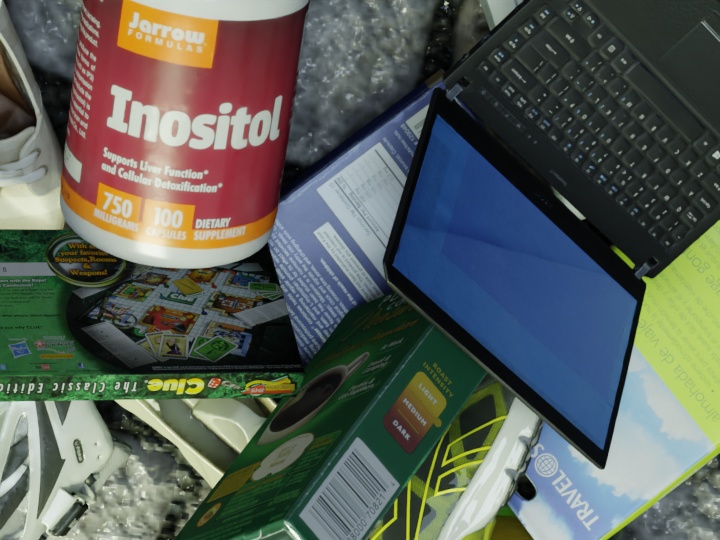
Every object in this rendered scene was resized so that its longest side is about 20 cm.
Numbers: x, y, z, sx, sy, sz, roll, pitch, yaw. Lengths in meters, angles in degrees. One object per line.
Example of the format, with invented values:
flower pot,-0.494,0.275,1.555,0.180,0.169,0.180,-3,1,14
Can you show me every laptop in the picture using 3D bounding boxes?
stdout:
laptop,0.125,-0.039,1.275,0.200,0.103,0.177,-42,123,11

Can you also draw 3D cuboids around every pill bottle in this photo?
pill bottle,-0.085,-0.111,1.293,0.113,0.113,0.200,6,115,-6

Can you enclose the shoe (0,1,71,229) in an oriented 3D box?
shoe,-0.200,-0.088,1.339,0.070,0.053,0.200,-18,103,-1

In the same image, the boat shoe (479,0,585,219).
boat shoe,0.102,-0.126,1.348,0.067,0.074,0.200,-21,103,0

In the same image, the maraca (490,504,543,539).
maraca,0.064,0.185,1.389,0.200,0.107,0.137,43,71,-17

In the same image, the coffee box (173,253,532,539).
coffee box,-0.007,0.081,1.275,0.044,0.123,0.200,48,51,-13

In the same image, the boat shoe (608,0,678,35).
boat shoe,0.136,-0.151,1.311,0.200,0.071,0.070,32,86,-33

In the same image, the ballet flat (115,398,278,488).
ballet flat,-0.082,0.062,1.343,0.069,0.069,0.200,-44,103,4

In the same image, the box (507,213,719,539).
box,0.149,0.052,1.383,0.200,0.048,0.122,-39,80,4

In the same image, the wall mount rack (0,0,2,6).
wall mount rack,-0.274,-0.111,1.292,0.200,0.075,0.174,7,132,20

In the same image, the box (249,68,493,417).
box,0.000,0.000,1.385,0.200,0.032,0.121,-36,102,4

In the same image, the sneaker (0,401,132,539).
sneaker,-0.168,0.113,1.373,0.088,0.074,0.200,10,97,-11

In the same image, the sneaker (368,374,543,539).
sneaker,0.038,0.100,1.322,0.084,0.074,0.200,24,77,7

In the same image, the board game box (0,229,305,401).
board game box,-0.135,0.021,1.293,0.200,0.105,0.023,1,137,-18
